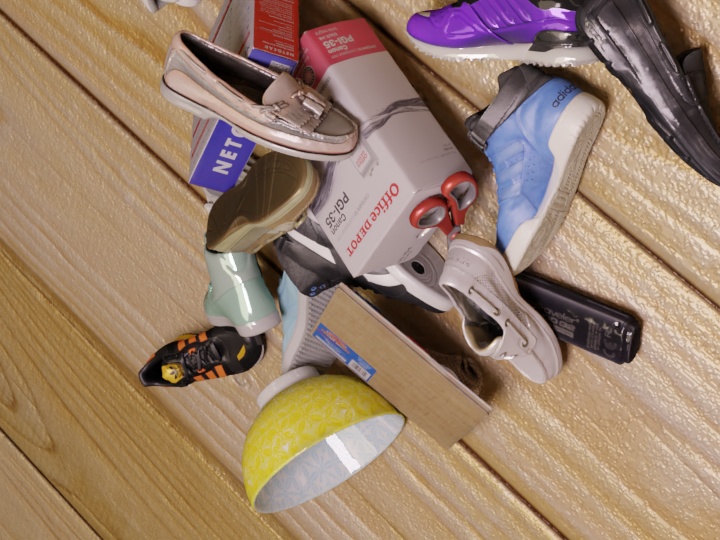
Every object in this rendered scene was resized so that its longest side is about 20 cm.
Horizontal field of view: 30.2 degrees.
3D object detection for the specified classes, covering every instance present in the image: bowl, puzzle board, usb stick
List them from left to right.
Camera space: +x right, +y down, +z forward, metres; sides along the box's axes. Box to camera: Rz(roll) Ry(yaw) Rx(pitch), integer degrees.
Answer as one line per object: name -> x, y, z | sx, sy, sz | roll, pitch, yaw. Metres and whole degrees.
bowl -> -0.059, 0.175, 1.514 | 0.108, 0.198, 0.201 | 57, 139, 22
puzzle board -> 0.040, 0.102, 1.407 | 0.199, 0.017, 0.151 | 40, 156, 3
usb stick -> 0.183, 0.035, 1.313 | 0.198, 0.032, 0.056 | 24, 126, 33

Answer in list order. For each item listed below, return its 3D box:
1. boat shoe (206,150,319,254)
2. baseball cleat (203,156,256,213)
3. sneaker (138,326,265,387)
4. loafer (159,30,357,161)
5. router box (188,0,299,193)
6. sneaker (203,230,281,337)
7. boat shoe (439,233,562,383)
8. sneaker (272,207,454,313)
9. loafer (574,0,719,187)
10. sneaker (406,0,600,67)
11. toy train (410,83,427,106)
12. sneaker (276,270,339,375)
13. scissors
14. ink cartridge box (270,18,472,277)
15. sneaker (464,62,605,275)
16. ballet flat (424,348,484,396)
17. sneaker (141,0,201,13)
boat shoe -> -0.088, -0.062, 1.337 | 0.200, 0.062, 0.074 | -32, 50, 52
baseball cleat -> -0.109, -0.070, 1.514 | 0.200, 0.069, 0.107 | 40, 142, 33
sneaker -> -0.201, 0.114, 1.675 | 0.199, 0.090, 0.071 | -17, 101, 47
loafer -> -0.092, -0.160, 1.226 | 0.197, 0.072, 0.064 | 21, 128, 9
router box -> -0.120, -0.211, 1.367 | 0.201, 0.048, 0.181 | 124, 152, -45
sneaker -> -0.149, 0.003, 1.549 | 0.200, 0.073, 0.120 | 13, 123, 69
boat shoe -> 0.128, 0.053, 1.282 | 0.070, 0.070, 0.201 | 8, 145, 46
sneaker -> 0.000, 0.000, 1.403 | 0.199, 0.073, 0.112 | 35, 126, -5
loafer -> 0.259, -0.156, 1.108 | 0.070, 0.068, 0.201 | -39, 97, 8
sneaker -> 0.129, -0.239, 1.191 | 0.198, 0.069, 0.101 | 11, 113, 35
toy train -> 0.028, -0.104, 1.379 | 0.046, 0.034, 0.202 | 36, 133, 20
sneaker -> -0.062, 0.046, 1.535 | 0.082, 0.073, 0.202 | 53, 141, 38
scissors -> 0.096, -0.044, 1.301 | 0.014, 0.073, 0.200 | 52, -177, 24
ink cartridge box -> 0.000, -0.119, 1.305 | 0.201, 0.082, 0.147 | 57, 140, 18
sneaker -> 0.143, -0.098, 1.243 | 0.111, 0.076, 0.202 | 36, 133, 22
ballet flat -> 0.053, 0.088, 1.456 | 0.198, 0.067, 0.047 | 25, 88, 34
sneaker -> -0.188, -0.338, 1.433 | 0.199, 0.078, 0.100 | -18, 107, 56
